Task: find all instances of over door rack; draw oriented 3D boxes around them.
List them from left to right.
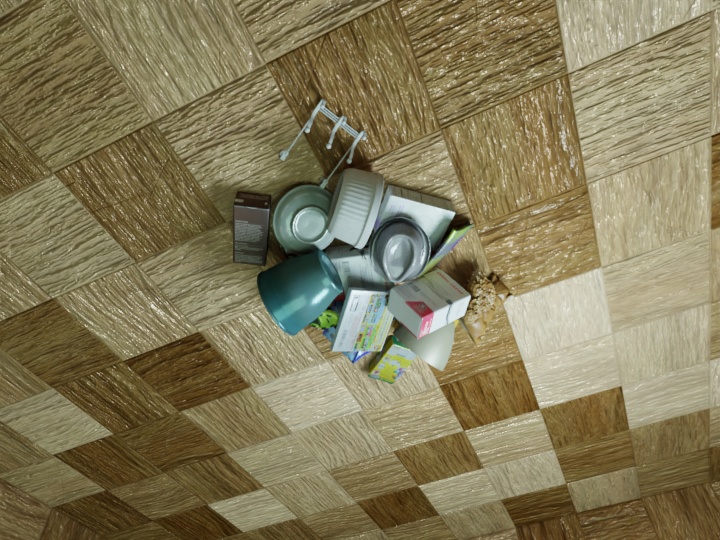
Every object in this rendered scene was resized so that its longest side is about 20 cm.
[{"bbox_3d":[-0.097,-0.310,1.363,0.146,0.067,0.200,31,122,-25],"label":"over door rack"}]

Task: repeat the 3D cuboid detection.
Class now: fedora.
[{"bbox_3d":[0.106,-0.040,1.479,0.173,0.091,0.204,16,116,-1],"label":"fedora"}]

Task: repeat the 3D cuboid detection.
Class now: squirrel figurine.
[{"bbox_3d":[0.383,0.100,1.663,0.185,0.142,0.200,-36,151,-1],"label":"squirrel figurine"}]

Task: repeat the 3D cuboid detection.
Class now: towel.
[{"bbox_3d":[0.240,-0.060,1.563,0.023,0.143,0.201,47,125,13],"label":"towel"}]

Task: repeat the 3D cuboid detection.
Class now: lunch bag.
[{"bbox_3d":[-0.022,0.164,1.701,0.093,0.150,0.203,-27,146,-42],"label":"lunch bag"}]

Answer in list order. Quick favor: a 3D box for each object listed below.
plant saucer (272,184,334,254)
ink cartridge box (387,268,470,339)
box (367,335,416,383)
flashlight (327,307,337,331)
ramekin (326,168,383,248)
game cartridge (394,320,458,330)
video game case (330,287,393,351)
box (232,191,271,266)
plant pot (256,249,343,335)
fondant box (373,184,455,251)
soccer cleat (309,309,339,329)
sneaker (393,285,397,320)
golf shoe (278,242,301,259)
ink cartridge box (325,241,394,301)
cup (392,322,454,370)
[{"bbox_3d":[-0.142,-0.132,1.476,0.195,0.050,0.205,-9,116,-18],"label":"plant saucer"},{"bbox_3d":[0.198,0.092,1.558,0.197,0.145,0.086,-20,136,-32],"label":"ink cartridge box"},{"bbox_3d":[0.114,0.327,1.926,0.115,0.049,0.202,21,124,-20],"label":"box"},{"bbox_3d":[-0.093,0.140,1.660,0.067,0.199,0.069,-19,136,-40],"label":"flashlight"},{"bbox_3d":[-0.019,-0.169,1.401,0.103,0.203,0.203,16,128,-11],"label":"ramekin"},{"bbox_3d":[0.233,0.159,1.803,0.195,0.033,0.179,12,129,-16],"label":"game cartridge"},{"bbox_3d":[0.016,0.147,1.577,0.178,0.023,0.204,5,113,-33],"label":"video game case"},{"bbox_3d":[-0.308,-0.115,1.514,0.097,0.076,0.203,6,131,-8],"label":"box"},{"bbox_3d":[-0.156,0.045,1.491,0.186,0.202,0.201,-31,126,11],"label":"plant pot"},{"bbox_3d":[0.149,-0.145,1.520,0.195,0.059,0.146,13,129,-12],"label":"fondant box"},{"bbox_3d":[-0.143,0.134,1.614,0.196,0.084,0.066,-7,120,31],"label":"soccer cleat"},{"bbox_3d":[0.051,0.103,1.677,0.195,0.131,0.080,15,128,-15],"label":"sneaker"},{"bbox_3d":[-0.169,-0.052,1.579,0.093,0.079,0.201,-25,136,9],"label":"golf shoe"},{"bbox_3d":[0.000,0.000,1.604,0.194,0.084,0.147,-7,120,4],"label":"ink cartridge box"},{"bbox_3d":[0.221,0.198,1.710,0.198,0.200,0.145,33,93,-27],"label":"cup"}]
